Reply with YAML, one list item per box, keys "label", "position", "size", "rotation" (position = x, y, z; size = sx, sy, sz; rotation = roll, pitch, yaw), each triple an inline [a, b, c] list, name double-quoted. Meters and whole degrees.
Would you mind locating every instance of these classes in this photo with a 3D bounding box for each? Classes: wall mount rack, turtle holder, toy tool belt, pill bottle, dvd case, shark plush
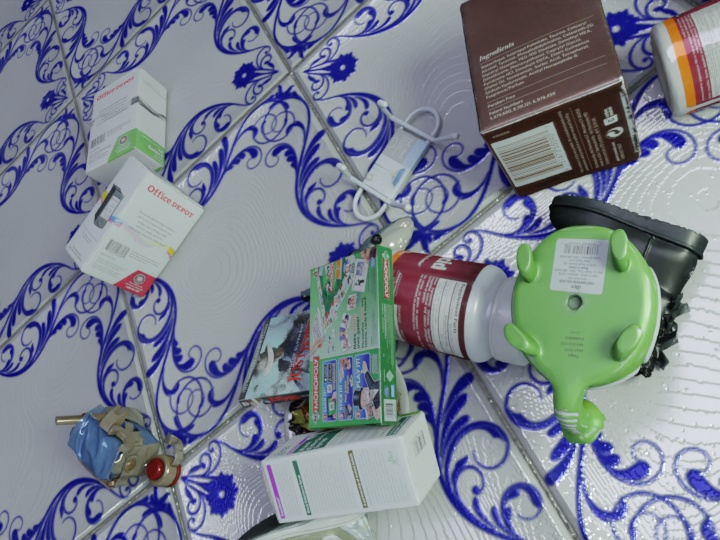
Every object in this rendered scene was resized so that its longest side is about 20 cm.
- label: "wall mount rack"
  position: [0.058, -0.159, 0.912]
  size: [0.173, 0.074, 0.202]
  rotation: [35, 91, 37]
- label: "turtle holder"
  position: [0.227, 0.057, 0.607]
  size: [0.139, 0.131, 0.190]
  rotation: [-28, 62, 27]
- label: "toy tool belt"
  position: [-0.381, 0.275, 0.970]
  size: [0.197, 0.122, 0.128]
  rotation: [17, 79, 35]
- label: "pill bottle"
  position: [0.437, -0.258, 0.697]
  size: [0.196, 0.109, 0.112]
  rotation: [-17, 61, 24]
- label: "pill bottle"
  position: [0.115, 0.044, 0.766]
  size: [0.196, 0.114, 0.117]
  rotation: [11, 75, 34]
- label: "dvd case"
  position: [-0.070, 0.114, 0.879]
  size: [0.196, 0.022, 0.148]
  rotation: [-14, 42, 28]
- label: "shark plush"
  position: [0.000, 0.000, 0.910]
  size: [0.199, 0.090, 0.084]
  rotation: [-42, 29, 30]

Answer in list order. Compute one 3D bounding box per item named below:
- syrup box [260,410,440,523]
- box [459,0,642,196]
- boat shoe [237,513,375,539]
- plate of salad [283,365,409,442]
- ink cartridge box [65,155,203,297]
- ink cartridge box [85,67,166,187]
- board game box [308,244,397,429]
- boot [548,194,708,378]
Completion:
- label: "syrup box"
  position: [-0.014, 0.234, 0.744]
  size: [0.196, 0.078, 0.084]
  rotation: [-17, 91, 26]
- label: "box"
  position: [0.234, -0.236, 0.779]
  size: [0.161, 0.165, 0.205]
  rotation: [-16, 63, 26]
- label: "boat shoe"
  position: [-0.077, 0.339, 0.788]
  size: [0.198, 0.074, 0.066]
  rotation: [-23, 87, 14]
- label: "plate of salad"
  position: [-0.027, 0.190, 0.834]
  size: [0.196, 0.048, 0.206]
  rotation: [-12, 65, 27]
- label: "ink cartridge box"
  position: [-0.397, -0.074, 1.114]
  size: [0.085, 0.147, 0.202]
  rotation: [34, 88, 35]
- label: "ink cartridge box"
  position: [-0.480, -0.290, 1.296]
  size: [0.142, 0.084, 0.205]
  rotation: [-18, 62, 23]
- label: "board game box"
  position: [-0.013, 0.085, 0.763]
  size: [0.133, 0.029, 0.206]
  rotation: [-18, 67, 47]
- label: "boot"
  position: [0.275, 0.015, 0.711]
  size: [0.196, 0.073, 0.166]
  rotation: [25, 90, 38]
